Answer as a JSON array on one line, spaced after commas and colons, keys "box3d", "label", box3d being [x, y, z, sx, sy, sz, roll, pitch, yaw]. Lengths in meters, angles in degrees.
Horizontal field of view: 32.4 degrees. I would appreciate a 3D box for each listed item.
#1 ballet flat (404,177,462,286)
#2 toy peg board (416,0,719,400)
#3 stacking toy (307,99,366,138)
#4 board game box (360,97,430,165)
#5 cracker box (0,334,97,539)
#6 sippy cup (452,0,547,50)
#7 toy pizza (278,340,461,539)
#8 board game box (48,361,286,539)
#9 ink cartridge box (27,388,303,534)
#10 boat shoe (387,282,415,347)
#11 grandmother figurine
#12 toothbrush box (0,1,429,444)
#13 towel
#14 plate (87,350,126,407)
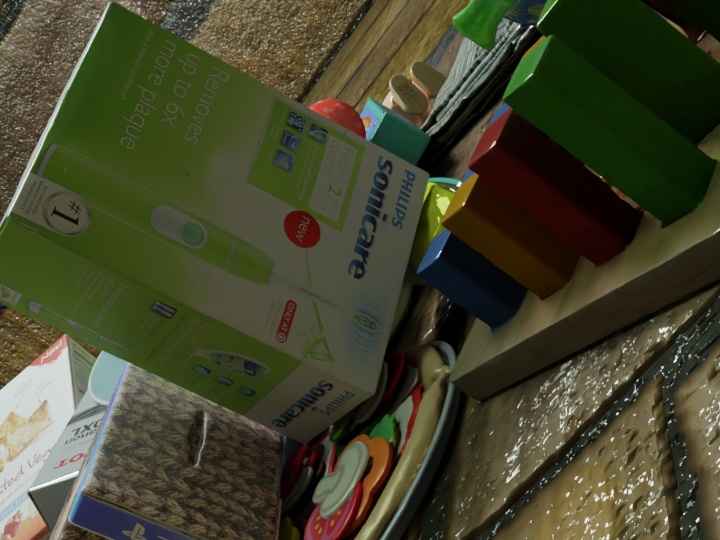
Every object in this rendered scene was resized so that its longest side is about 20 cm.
[{"box3d": [0.036, -0.027, 0.763, 0.067, 0.066, 0.200, -57, 12, 2], "label": "ballet flat"}, {"box3d": [0.097, -0.074, 0.538, 0.199, 0.097, 0.201, -38, 19, 58], "label": "toy peg board"}, {"box3d": [-0.054, -0.081, 0.989, 0.086, 0.085, 0.200, -60, 11, -28], "label": "stacking toy"}, {"box3d": [-0.016, -0.039, 1.027, 0.201, 0.045, 0.152, -62, 9, 9], "label": "board game box"}, {"box3d": [-0.247, 0.157, 0.940, 0.134, 0.058, 0.201, -40, 33, 9], "label": "cracker box"}, {"box3d": [0.129, -0.235, 0.842, 0.176, 0.141, 0.130, -18, -10, -13], "label": "sippy cup"}, {"box3d": [-0.017, 0.116, 0.644, 0.201, 0.032, 0.200, -53, 10, 14], "label": "toy pizza"}, {"box3d": [-0.123, 0.170, 0.659, 0.160, 0.096, 0.201, -93, 28, -69], "label": "board game box"}, {"box3d": [-0.115, 0.106, 0.831, 0.144, 0.084, 0.200, -21, 20, 13], "label": "ink cartridge box"}, {"box3d": [0.000, 0.000, 0.836, 0.073, 0.065, 0.201, -46, 15, 35], "label": "boat shoe"}, {"box3d": [0.007, -0.116, 1.215, 0.121, 0.061, 0.200, -28, -14, -41], "label": "grandmother figurine"}, {"box3d": [-0.079, -0.022, 0.656, 0.086, 0.199, 0.147, -40, 27, 52], "label": "toothbrush box"}, {"box3d": [0.113, -0.196, 1.022, 0.193, 0.034, 0.201, -45, 15, 45], "label": "towel"}, {"box3d": [-0.088, 0.029, 0.806, 0.199, 0.026, 0.201, -28, 23, 13], "label": "plate"}]
